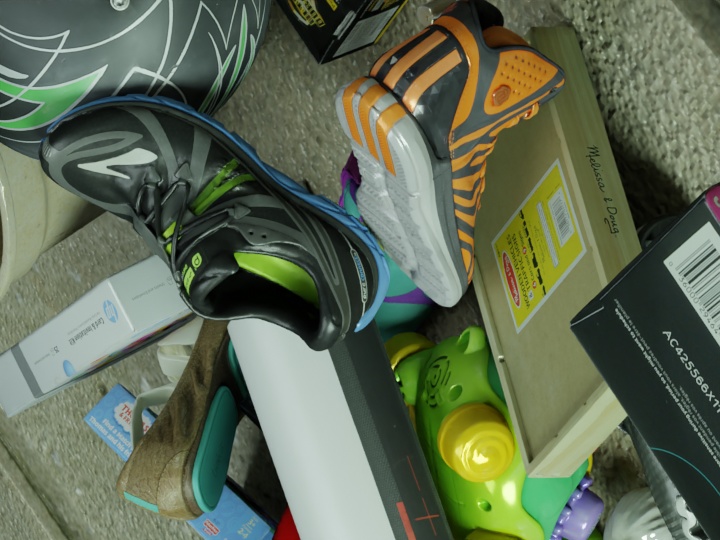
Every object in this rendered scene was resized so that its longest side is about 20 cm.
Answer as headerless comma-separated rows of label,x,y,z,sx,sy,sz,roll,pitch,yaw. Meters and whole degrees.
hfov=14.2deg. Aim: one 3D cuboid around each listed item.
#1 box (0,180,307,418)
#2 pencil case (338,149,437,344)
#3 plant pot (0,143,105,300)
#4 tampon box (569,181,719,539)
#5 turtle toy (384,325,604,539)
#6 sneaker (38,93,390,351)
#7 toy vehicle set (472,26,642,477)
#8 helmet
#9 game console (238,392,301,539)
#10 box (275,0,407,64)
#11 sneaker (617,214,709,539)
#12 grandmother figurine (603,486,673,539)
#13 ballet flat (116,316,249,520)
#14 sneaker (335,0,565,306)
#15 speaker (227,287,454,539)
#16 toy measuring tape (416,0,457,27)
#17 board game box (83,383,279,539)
box,-0.129,0.019,1.787,0.041,0.156,0.200,60,145,3
pencil case,0.000,0.000,1.662,0.092,0.085,0.200,26,143,-9
plant pot,-0.203,-0.097,1.785,0.200,0.183,0.201,31,134,39
tampon box,0.225,0.018,1.271,0.150,0.200,0.126,56,145,9
turtle toy,0.084,0.118,1.612,0.146,0.101,0.201,-131,27,-62
sneaker,-0.080,-0.025,1.511,0.199,0.083,0.071,30,131,4
toy vehicle set,0.099,-0.009,1.506,0.124,0.026,0.201,127,136,-52
helmet,-0.146,-0.152,1.594,0.190,0.200,0.200,38,140,12
game console,-0.009,0.191,1.679,0.200,0.119,0.172,47,172,-31
box,-0.031,-0.237,1.585,0.200,0.049,0.160,56,148,11
sneaker,0.159,0.068,1.517,0.090,0.066,0.201,-1,107,57
grandmother figurine,0.184,0.215,1.589,0.121,0.061,0.201,-21,92,29
ballet flat,-0.097,0.073,1.740,0.072,0.200,0.068,1,132,22
sneaker,0.057,-0.062,1.482,0.078,0.112,0.200,43,164,23
speaker,-0.004,0.109,1.565,0.081,0.081,0.201,-41,65,55
toy measuring tape,0.075,-0.189,1.457,0.074,0.073,0.200,61,146,3
board game box,-0.077,0.160,1.819,0.151,0.037,0.200,40,175,31
